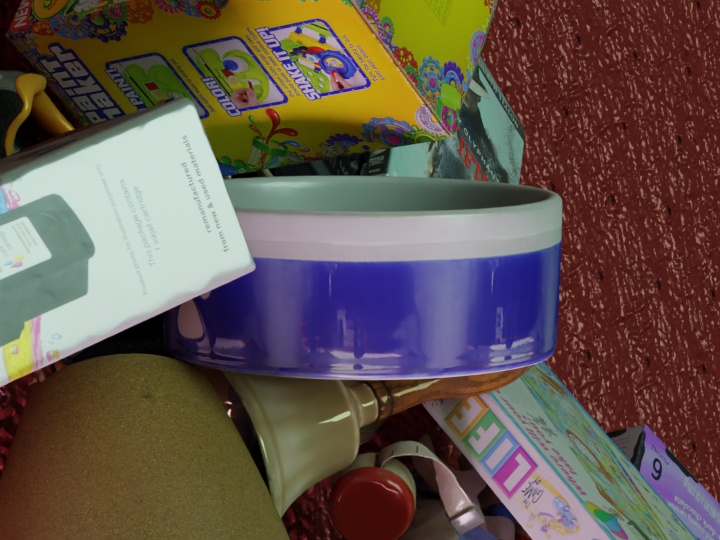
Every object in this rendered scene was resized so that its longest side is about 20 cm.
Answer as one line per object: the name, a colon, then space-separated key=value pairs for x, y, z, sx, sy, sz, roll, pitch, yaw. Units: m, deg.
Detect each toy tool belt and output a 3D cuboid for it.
toy tool belt: x=0.048 y=0.160 z=1.384 sx=0.200 sy=0.124 sz=0.123 roll=54 pitch=16 yaw=-20

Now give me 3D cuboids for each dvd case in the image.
dvd case: x=0.053 y=-0.069 z=1.488 sx=0.146 sy=0.022 sz=0.201 roll=57 pitch=28 yaw=-33

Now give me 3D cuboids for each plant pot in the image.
plant pot: x=-0.103 y=0.148 z=1.157 sx=0.186 sy=0.186 sz=0.201 roll=27 pitch=43 yaw=-42

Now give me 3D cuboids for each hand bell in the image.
hand bell: x=0.014 y=0.064 z=1.288 sx=0.199 sy=0.104 sz=0.105 roll=-18 pitch=91 yaw=-27

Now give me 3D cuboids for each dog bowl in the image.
dog bowl: x=0.000 y=0.000 z=1.227 sx=0.200 sy=0.199 sz=0.079 roll=-8 pitch=102 yaw=-52

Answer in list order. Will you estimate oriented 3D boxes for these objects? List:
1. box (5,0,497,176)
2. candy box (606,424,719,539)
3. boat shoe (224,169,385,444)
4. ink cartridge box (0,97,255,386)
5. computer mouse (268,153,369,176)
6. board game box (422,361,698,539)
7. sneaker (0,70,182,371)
box: x=-0.037 y=-0.163 z=1.216 sx=0.122 sy=0.192 sz=0.201 roll=50 pitch=45 yaw=-38
candy box: x=0.175 y=0.228 z=1.530 sx=0.168 sy=0.071 sz=0.201 roll=46 pitch=45 yaw=-30
boat shoe: x=-0.038 y=0.016 z=1.355 sx=0.200 sy=0.064 sz=0.071 roll=52 pitch=42 yaw=-24
ink cartridge box: x=-0.170 y=0.004 z=1.079 sx=0.199 sy=0.146 sz=0.083 roll=-26 pitch=99 yaw=-26
computer mouse: x=-0.032 y=-0.071 z=1.394 sx=0.201 sy=0.052 sz=0.139 roll=60 pitch=26 yaw=-27
board game box: x=0.107 y=0.107 z=1.365 sx=0.134 sy=0.034 sz=0.200 roll=23 pitch=22 yaw=-51
sneaker: x=-0.144 y=-0.018 z=1.229 sx=0.200 sy=0.077 sz=0.079 roll=51 pitch=41 yaw=-28
